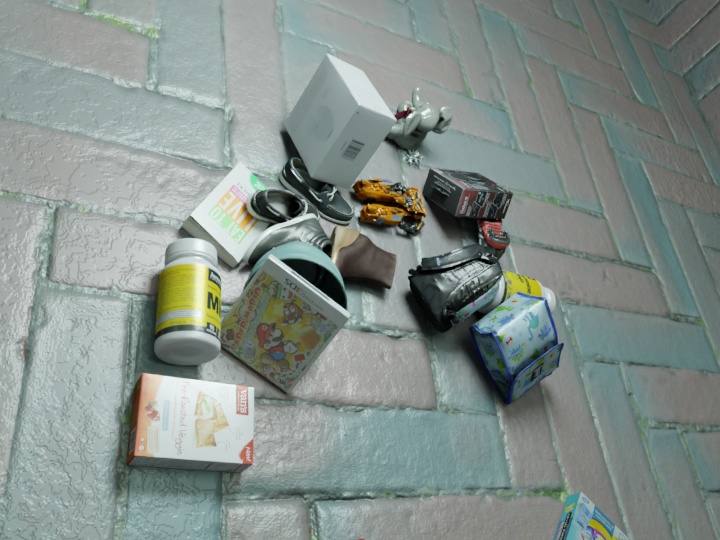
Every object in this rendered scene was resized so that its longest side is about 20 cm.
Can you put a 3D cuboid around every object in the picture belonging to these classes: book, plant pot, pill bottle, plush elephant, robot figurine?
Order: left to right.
[{"bbox_3d":[-0.302,0.053,1.176,0.112,0.114,0.203,11,56,-28],"label":"pill bottle"},{"bbox_3d":[-0.256,-0.116,1.370,0.133,0.048,0.201,42,46,-12],"label":"book"},{"bbox_3d":[-0.124,0.028,1.280,0.198,0.202,0.135,26,27,-18],"label":"plant pot"},{"bbox_3d":[0.079,-0.161,1.614,0.197,0.058,0.147,2,62,-33],"label":"robot figurine"},{"bbox_3d":[0.143,-0.398,1.744,0.163,0.155,0.203,-13,68,-39],"label":"plush elephant"},{"bbox_3d":[0.380,0.066,1.639,0.197,0.112,0.114,14,54,-27],"label":"pill bottle"}]

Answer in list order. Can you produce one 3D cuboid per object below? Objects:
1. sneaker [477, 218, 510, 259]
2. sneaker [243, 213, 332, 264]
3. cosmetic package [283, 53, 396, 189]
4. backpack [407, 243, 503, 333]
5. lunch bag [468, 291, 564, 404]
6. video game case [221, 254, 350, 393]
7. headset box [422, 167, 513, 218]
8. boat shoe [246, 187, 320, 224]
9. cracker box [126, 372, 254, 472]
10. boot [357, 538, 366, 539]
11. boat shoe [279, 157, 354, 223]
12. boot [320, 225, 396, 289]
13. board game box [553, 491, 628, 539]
[{"bbox_3d":[0.336,-0.088,1.739,0.069,0.099,0.202,10,30,-7],"label":"sneaker"},{"bbox_3d":[-0.139,-0.043,1.359,0.198,0.071,0.099,-29,64,-36],"label":"sneaker"},{"bbox_3d":[-0.051,-0.333,1.500,0.121,0.200,0.202,11,39,-42],"label":"cosmetic package"},{"bbox_3d":[0.224,0.031,1.513,0.198,0.127,0.168,-30,71,-10],"label":"backpack"},{"bbox_3d":[0.365,0.181,1.519,0.168,0.127,0.203,-29,111,-21],"label":"lunch bag"},{"bbox_3d":[-0.146,0.101,1.205,0.181,0.201,0.023,36,20,-8],"label":"video game case"},{"bbox_3d":[0.268,-0.199,1.714,0.197,0.079,0.149,1,27,-34],"label":"headset box"},{"bbox_3d":[-0.149,-0.132,1.407,0.198,0.060,0.075,16,66,-48],"label":"boat shoe"},{"bbox_3d":[-0.276,0.255,1.103,0.197,0.058,0.136,13,56,-28],"label":"cracker box"},{"bbox_3d":[-0.075,0.486,1.087,0.145,0.072,0.200,47,50,2],"label":"boot"},{"bbox_3d":[-0.091,-0.180,1.508,0.198,0.060,0.076,30,49,-15],"label":"boat shoe"},{"bbox_3d":[0.000,0.000,1.446,0.164,0.072,0.202,27,46,-15],"label":"boot"},{"bbox_3d":[0.480,0.602,1.407,0.151,0.047,0.200,43,47,-3],"label":"board game box"}]
